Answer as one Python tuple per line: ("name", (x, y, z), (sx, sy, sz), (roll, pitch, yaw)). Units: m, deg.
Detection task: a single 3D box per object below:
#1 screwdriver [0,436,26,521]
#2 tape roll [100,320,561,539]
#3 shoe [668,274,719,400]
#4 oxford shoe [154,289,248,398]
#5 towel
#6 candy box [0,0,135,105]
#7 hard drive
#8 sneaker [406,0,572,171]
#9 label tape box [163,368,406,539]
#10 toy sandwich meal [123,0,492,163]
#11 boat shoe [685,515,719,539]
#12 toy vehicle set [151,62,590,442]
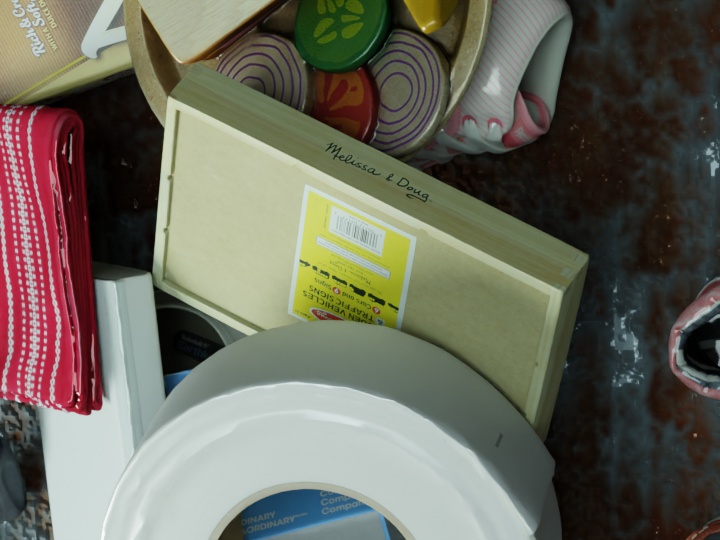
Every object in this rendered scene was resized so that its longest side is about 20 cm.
("screwdriver", (-0.188, 0.065, 1.410), (0.028, 0.201, 0.029), (1, 55, 6))
("tape roll", (-0.012, 0.126, 1.291), (0.201, 0.071, 0.204), (4, 112, 10))
("shoe", (0.236, 0.020, 1.297), (0.199, 0.091, 0.072), (-9, 95, 19))
("oxford shoe", (-0.029, 0.059, 1.410), (0.199, 0.058, 0.076), (17, 101, 14))
("towel", (-0.189, -0.009, 1.417), (0.199, 0.022, 0.146), (6, 101, 51))
("candy box", (-0.102, -0.159, 1.401), (0.199, 0.055, 0.116), (-18, 91, 19))
("hard drive", (-0.122, 0.097, 1.418), (0.026, 0.132, 0.202), (-10, 98, -25))
("sneaker", (0.023, -0.066, 1.362), (0.104, 0.075, 0.201), (38, 104, 15))
("label tape box", (-0.003, 0.135, 1.374), (0.143, 0.063, 0.201), (-14, 108, 8))
("toy sandwich meal", (-0.036, -0.133, 1.304), (0.204, 0.070, 0.207), (0, 90, 24))
("boat shoe", (0.237, 0.168, 1.335), (0.199, 0.063, 0.072), (22, 102, 13))
("toy vehicle set", (0.000, 0.000, 1.303), (0.199, 0.027, 0.125), (27, 140, 14))
